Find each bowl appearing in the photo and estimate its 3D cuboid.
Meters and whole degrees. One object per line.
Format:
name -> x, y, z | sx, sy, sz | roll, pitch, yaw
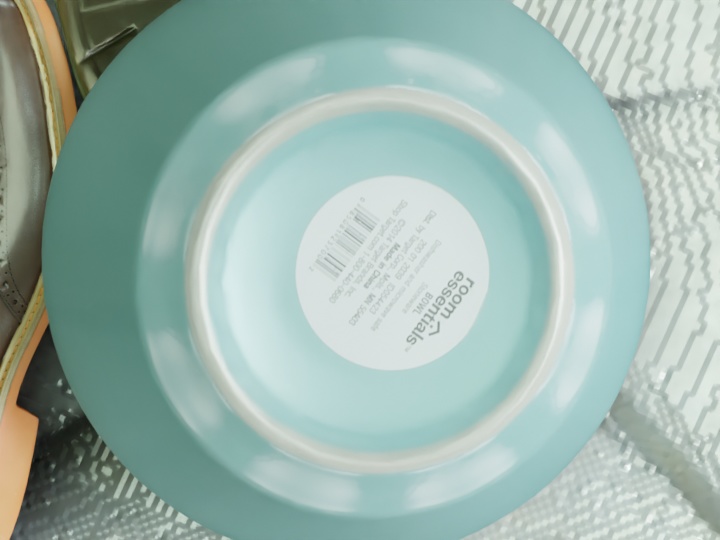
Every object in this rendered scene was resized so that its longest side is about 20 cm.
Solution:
bowl -> 0.000, 0.000, 0.884 | 0.201, 0.105, 0.201 | 0, 94, -5

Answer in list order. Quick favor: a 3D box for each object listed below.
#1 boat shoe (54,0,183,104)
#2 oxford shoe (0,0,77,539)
boat shoe -> -0.083, -0.132, 0.977 | 0.073, 0.063, 0.201 | -14, 77, -6
oxford shoe -> -0.141, 0.000, 0.941 | 0.071, 0.073, 0.200 | 8, 90, 57
